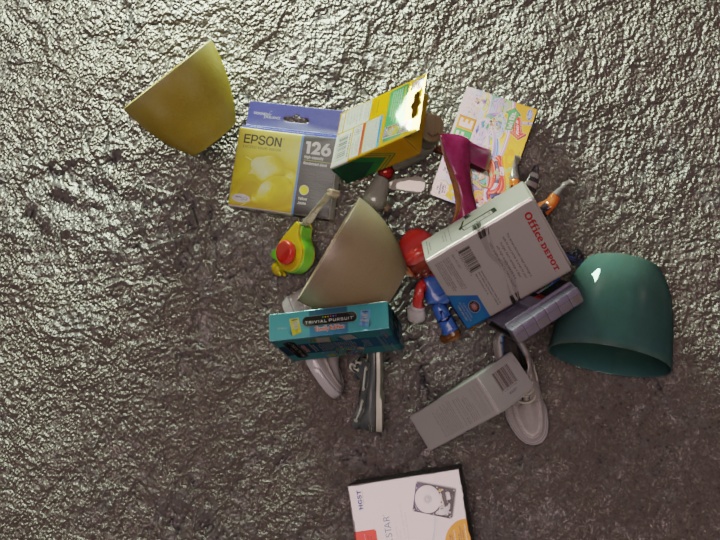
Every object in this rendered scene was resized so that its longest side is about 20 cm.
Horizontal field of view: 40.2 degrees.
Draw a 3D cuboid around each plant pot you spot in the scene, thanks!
[{"bbox_3d":[0.416,0.068,1.598,0.196,0.201,0.164,11,75,10],"label":"plant pot"},{"bbox_3d":[-0.303,-0.294,1.763,0.199,0.200,0.143,-37,106,6],"label":"plant pot"},{"bbox_3d":[0.000,0.000,1.653,0.133,0.200,0.202,32,92,-4],"label":"plant pot"}]

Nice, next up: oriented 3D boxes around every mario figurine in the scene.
[{"bbox_3d":[0.132,0.020,1.719,0.105,0.122,0.203,-29,89,50],"label":"mario figurine"}]

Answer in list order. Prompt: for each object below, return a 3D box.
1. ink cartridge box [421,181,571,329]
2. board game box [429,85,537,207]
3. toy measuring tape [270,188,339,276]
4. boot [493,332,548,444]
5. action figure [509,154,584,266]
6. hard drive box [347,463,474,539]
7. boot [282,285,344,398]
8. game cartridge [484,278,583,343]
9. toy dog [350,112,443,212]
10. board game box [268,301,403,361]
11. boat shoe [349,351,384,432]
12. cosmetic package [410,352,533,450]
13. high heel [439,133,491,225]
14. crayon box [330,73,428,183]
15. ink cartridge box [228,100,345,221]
[{"bbox_3d":[0.219,-0.025,1.590,0.198,0.085,0.147,-30,112,11],"label":"ink cartridge box"},{"bbox_3d":[0.216,-0.205,1.727,0.132,0.034,0.204,19,90,11],"label":"board game box"},{"bbox_3d":[-0.092,-0.053,1.735,0.074,0.073,0.200,49,118,10],"label":"toy measuring tape"},{"bbox_3d":[0.265,0.196,1.651,0.072,0.096,0.204,-18,83,8],"label":"boot"},{"bbox_3d":[0.298,-0.075,1.690,0.197,0.105,0.197,20,99,-20],"label":"action figure"},{"bbox_3d":[0.089,0.428,1.684,0.196,0.077,0.160,-11,84,9],"label":"hard drive box"},{"bbox_3d":[-0.057,0.116,1.732,0.094,0.073,0.203,-30,81,14],"label":"boot"},{"bbox_3d":[0.273,0.056,1.587,0.129,0.200,0.039,-37,99,-3],"label":"game cartridge"},{"bbox_3d":[0.083,-0.182,1.722,0.096,0.132,0.201,37,99,-28],"label":"toy dog"},{"bbox_3d":[-0.037,0.102,1.623,0.195,0.151,0.048,-6,72,9],"label":"board game box"},{"bbox_3d":[0.009,0.181,1.719,0.060,0.073,0.205,-2,91,6],"label":"boat shoe"},{"bbox_3d":[0.180,0.218,1.618,0.075,0.101,0.200,57,140,9],"label":"cosmetic package"},{"bbox_3d":[0.156,-0.131,1.671,0.094,0.067,0.204,17,85,-8],"label":"high heel"},{"bbox_3d":[0.044,-0.240,1.683,0.198,0.051,0.128,-19,49,38],"label":"crayon box"},{"bbox_3d":[-0.131,-0.202,1.784,0.193,0.047,0.205,7,90,11],"label":"ink cartridge box"}]
